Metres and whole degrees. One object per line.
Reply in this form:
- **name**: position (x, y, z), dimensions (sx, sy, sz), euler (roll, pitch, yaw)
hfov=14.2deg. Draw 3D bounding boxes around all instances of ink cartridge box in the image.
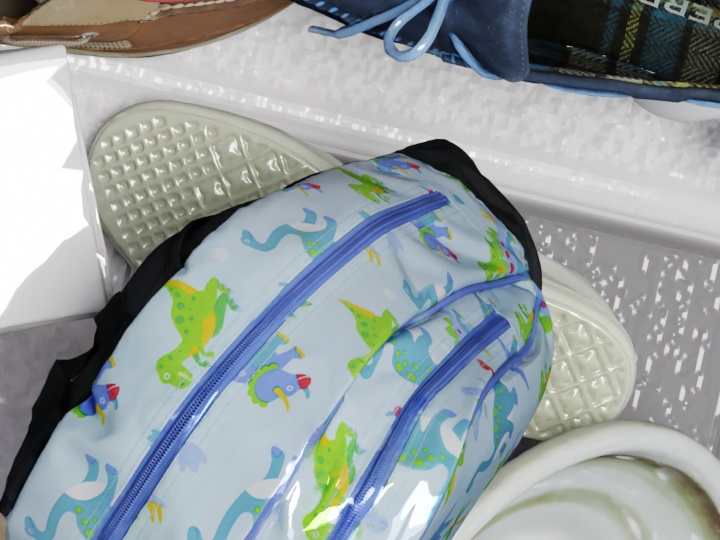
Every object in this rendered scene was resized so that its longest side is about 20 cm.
- **ink cartridge box**: position (-0.190, -0.012, 0.866), dimensions (0.200, 0.146, 0.086), euler (-12, 96, -17)

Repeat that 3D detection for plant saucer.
- **plant saucer**: position (0.050, 0.136, 0.984), dimensions (0.200, 0.050, 0.200), euler (-22, 125, -35)

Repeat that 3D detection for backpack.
- **backpack**: position (-0.023, 0.046, 0.845), dimensions (0.154, 0.200, 0.163), euler (45, 103, 21)

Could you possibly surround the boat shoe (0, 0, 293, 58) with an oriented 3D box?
- **boat shoe**: position (-0.096, -0.103, 0.928), dimensions (0.200, 0.072, 0.076), euler (-8, 97, -17)

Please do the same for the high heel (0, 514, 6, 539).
- **high heel**: position (-0.094, 0.101, 0.949), dimensions (0.200, 0.067, 0.096), euler (15, 100, -6)

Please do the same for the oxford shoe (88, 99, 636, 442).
- **oxford shoe**: position (0.000, 0.000, 0.980), dimensions (0.200, 0.058, 0.075), euler (23, 108, -4)

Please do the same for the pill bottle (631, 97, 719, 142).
- **pill bottle**: position (0.112, -0.131, 0.973), dimensions (0.112, 0.112, 0.200), euler (-36, 104, -12)

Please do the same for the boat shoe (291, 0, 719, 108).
- **boat shoe**: position (0.054, -0.097, 0.894), dimensions (0.200, 0.069, 0.084), euler (8, 111, 3)

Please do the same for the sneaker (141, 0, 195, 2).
- **sneaker**: position (-0.012, -0.160, 0.832), dimensions (0.200, 0.116, 0.078), euler (-29, 60, 5)
